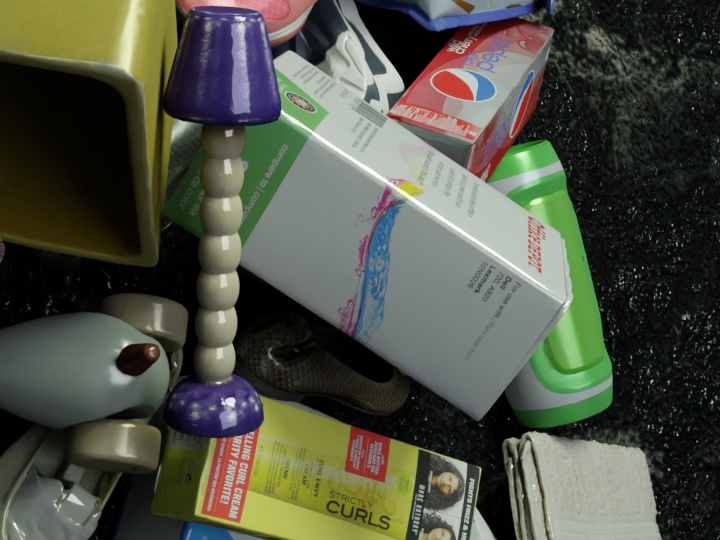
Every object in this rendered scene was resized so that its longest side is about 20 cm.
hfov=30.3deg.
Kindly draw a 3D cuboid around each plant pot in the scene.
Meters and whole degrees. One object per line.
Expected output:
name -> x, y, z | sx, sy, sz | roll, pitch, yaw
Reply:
plant pot -> -0.175, -0.144, 0.643 | 0.193, 0.195, 0.202 | 11, 66, -2

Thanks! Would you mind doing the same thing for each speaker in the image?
speaker -> 0.130, 0.010, 0.993 | 0.088, 0.088, 0.202 | -20, 99, -40

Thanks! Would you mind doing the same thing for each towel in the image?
towel -> 0.179, 0.194, 1.015 | 0.199, 0.034, 0.134 | 13, 63, -50

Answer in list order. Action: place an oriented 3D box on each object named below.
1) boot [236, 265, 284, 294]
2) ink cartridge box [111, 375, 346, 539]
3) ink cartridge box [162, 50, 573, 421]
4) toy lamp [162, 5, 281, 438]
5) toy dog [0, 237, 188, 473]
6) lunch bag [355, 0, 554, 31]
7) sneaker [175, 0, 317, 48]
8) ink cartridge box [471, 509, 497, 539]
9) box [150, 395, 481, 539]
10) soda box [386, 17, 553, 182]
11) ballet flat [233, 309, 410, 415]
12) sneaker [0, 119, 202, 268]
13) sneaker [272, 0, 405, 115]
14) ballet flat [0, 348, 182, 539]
boot -> 0.000, 0.000, 0.876 | 0.199, 0.175, 0.067 | 28, 96, -13
ink cartridge box -> -0.044, 0.166, 0.824 | 0.199, 0.084, 0.148 | 29, 67, -35
ink cartridge box -> 0.010, -0.025, 0.729 | 0.199, 0.084, 0.145 | 33, 17, -3
toy lamp -> -0.068, -0.022, 0.635 | 0.058, 0.058, 0.203 | -10, 110, -41
toy dog -> -0.175, 0.045, 0.672 | 0.198, 0.096, 0.133 | -10, 74, -22
lunch bag -> 0.093, -0.269, 0.937 | 0.199, 0.123, 0.172 | -18, 127, -45
sneaker -> -0.025, -0.198, 0.778 | 0.199, 0.087, 0.074 | -28, 72, -29
ink cartridge box -> 0.090, 0.257, 0.903 | 0.066, 0.200, 0.116 | -31, 111, 5
box -> -0.020, 0.124, 0.762 | 0.199, 0.050, 0.076 | 24, 70, -35
soda box -> 0.073, -0.109, 0.918 | 0.200, 0.063, 0.071 | -53, 159, -52
ballet flat -> -0.014, 0.054, 0.841 | 0.047, 0.067, 0.199 | -56, 152, 10
sneaker -> -0.129, -0.061, 0.793 | 0.199, 0.066, 0.091 | -31, 113, -38
sneaker -> -0.025, -0.151, 0.888 | 0.130, 0.079, 0.201 | 58, 7, -63
ballet flat -> -0.160, 0.109, 0.744 | 0.069, 0.069, 0.201 | 44, 59, -28
